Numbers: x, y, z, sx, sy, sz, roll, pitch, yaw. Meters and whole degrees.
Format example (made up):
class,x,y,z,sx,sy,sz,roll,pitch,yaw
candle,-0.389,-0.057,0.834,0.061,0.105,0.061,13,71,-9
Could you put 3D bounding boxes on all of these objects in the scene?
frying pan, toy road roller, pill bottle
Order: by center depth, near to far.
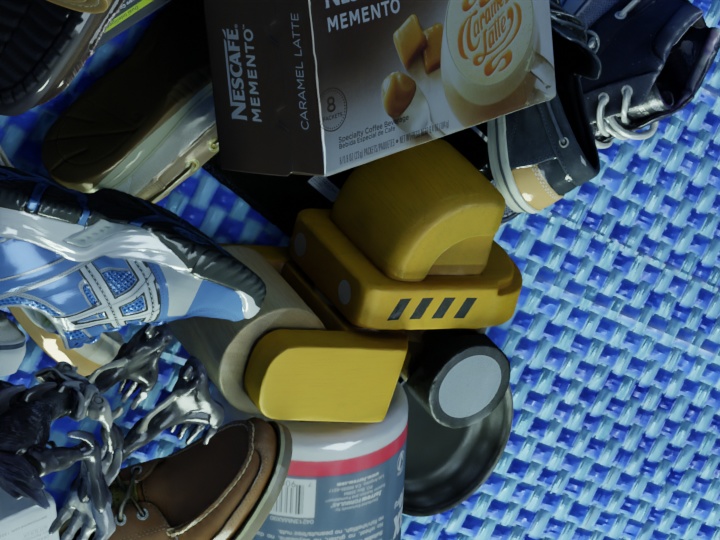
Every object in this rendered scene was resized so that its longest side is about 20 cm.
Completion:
class,x,y,z,sx,sy,sz,roll,pitch,yaw
toy road roller,0.000,0.000,1.610,0.200,0.123,0.146,0,118,-31
pill bottle,-0.034,0.160,1.691,0.119,0.120,0.200,-16,122,-33
frying pan,0.035,0.076,1.766,0.115,0.031,0.190,-41,129,-17

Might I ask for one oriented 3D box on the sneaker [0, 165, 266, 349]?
class,x,y,z,sx,sy,sz,roll,pitch,yaw
sneaker,-0.137,0.001,1.469,0.200,0.076,0.077,15,103,-39

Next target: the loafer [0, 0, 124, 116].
class,x,y,z,sx,sy,sz,roll,pitch,yaw
loafer,-0.131,-0.164,1.410,0.200,0.073,0.071,-58,154,11

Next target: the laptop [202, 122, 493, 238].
class,x,y,z,sx,sy,sz,roll,pitch,yaw
laptop,0.009,-0.119,1.658,0.200,0.103,0.177,-37,136,15

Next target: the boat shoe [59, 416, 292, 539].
class,x,y,z,sx,sy,sz,roll,pitch,yaw
boat shoe,-0.122,0.146,1.596,0.068,0.072,0.200,30,121,-29

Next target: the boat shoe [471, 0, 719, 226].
class,x,y,z,sx,sy,sz,roll,pitch,yaw
boat shoe,0.139,-0.099,1.719,0.075,0.093,0.200,35,87,-44

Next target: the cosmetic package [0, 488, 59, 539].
class,x,y,z,sx,sy,sz,roll,pitch,yaw
cosmetic package,-0.222,0.200,1.561,0.081,0.113,0.200,-23,126,-29

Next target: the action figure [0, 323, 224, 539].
class,x,y,z,sx,sy,sz,roll,pitch,yaw
action figure,-0.166,0.093,1.452,0.200,0.119,0.102,-18,133,-46

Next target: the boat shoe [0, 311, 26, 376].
class,x,y,z,sx,sy,sz,roll,pitch,yaw
boat shoe,-0.255,-0.004,1.461,0.202,0.075,0.086,17,97,-34

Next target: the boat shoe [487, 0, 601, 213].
class,x,y,z,sx,sy,sz,roll,pitch,yaw
boat shoe,0.109,-0.129,1.637,0.075,0.062,0.200,37,45,-50

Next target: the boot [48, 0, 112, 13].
class,x,y,z,sx,sy,sz,roll,pitch,yaw
boot,-0.153,-0.231,1.346,0.155,0.200,0.074,-45,170,-19

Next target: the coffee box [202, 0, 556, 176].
class,x,y,z,sx,sy,sz,roll,pitch,yaw
coffee box,0.013,-0.129,1.516,0.200,0.080,0.115,-20,110,-45

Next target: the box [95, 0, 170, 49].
class,x,y,z,sx,sy,sz,roll,pitch,yaw
box,-0.161,-0.193,1.454,0.200,0.044,0.160,-36,131,-20

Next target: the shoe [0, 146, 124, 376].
class,x,y,z,sx,sy,sz,roll,pitch,yaw
shoe,-0.175,-0.007,1.510,0.053,0.070,0.200,-34,136,3

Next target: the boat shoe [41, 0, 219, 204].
class,x,y,z,sx,sy,sz,roll,pitch,yaw
boat shoe,-0.091,-0.101,1.549,0.200,0.074,0.066,-39,144,-15
